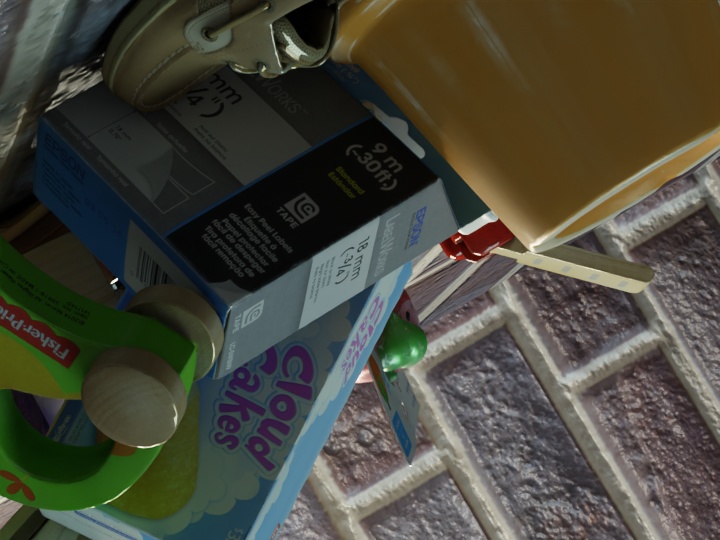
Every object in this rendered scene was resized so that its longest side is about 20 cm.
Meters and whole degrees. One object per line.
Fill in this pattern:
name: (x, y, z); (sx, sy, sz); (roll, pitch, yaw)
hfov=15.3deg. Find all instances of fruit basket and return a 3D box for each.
fruit basket: (0.000, 0.000, 1.527); (0.093, 0.201, 0.185); (-27, -175, 6)

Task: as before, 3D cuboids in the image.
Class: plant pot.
plant pot: (0.088, -0.118, 1.264); (0.199, 0.184, 0.200); (-31, 174, -4)

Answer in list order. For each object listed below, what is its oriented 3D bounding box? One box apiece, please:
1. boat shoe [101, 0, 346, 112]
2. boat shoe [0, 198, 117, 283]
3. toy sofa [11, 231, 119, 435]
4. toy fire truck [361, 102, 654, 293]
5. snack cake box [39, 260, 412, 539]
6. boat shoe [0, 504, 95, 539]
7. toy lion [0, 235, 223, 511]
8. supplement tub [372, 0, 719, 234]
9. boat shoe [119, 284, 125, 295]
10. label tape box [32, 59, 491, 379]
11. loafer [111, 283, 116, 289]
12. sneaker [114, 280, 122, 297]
boat shoe: (-0.044, -0.116, 1.193); (0.071, 0.065, 0.200); (-24, 171, -47)
boat shoe: (-0.159, -0.009, 1.465); (0.199, 0.068, 0.072); (-30, 174, -12)
toy sofa: (-0.151, 0.079, 1.429); (0.082, 0.098, 0.200); (-25, 149, -11)
toy fire truck: (0.090, -0.046, 1.761); (0.128, 0.201, 0.176); (-31, 174, 5)
snack cake box: (-0.067, 0.050, 1.326); (0.067, 0.114, 0.201); (84, 31, -66)
boat shoe: (-0.112, 0.113, 1.379); (0.200, 0.068, 0.075); (-51, 158, -17)
toy lion: (-0.188, 0.045, 1.229); (0.192, 0.199, 0.069); (-53, -173, 41)
supplement tub: (0.111, -0.126, 1.560); (0.199, 0.132, 0.132); (-31, 174, 9)
boat shoe: (-0.066, 0.026, 1.518); (0.063, 0.073, 0.200); (-58, 156, -4)
label tape box: (-0.037, -0.055, 1.295); (0.200, 0.144, 0.063); (-32, 152, -30)
loafer: (-0.096, -0.014, 1.680); (0.199, 0.075, 0.070); (-18, -140, 19)
sneaker: (-0.112, 0.021, 1.626); (0.075, 0.084, 0.201); (-77, 177, -55)
